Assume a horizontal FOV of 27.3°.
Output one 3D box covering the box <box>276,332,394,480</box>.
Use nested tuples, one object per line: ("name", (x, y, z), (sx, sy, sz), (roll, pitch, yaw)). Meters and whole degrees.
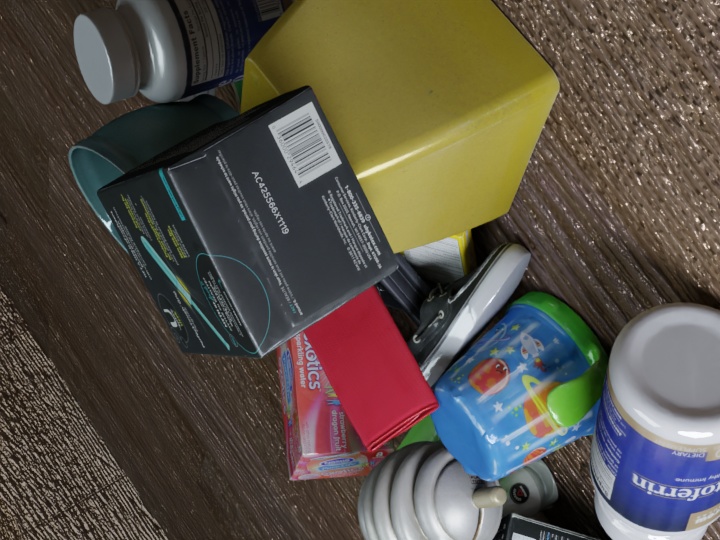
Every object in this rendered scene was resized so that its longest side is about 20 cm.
("box", (-0.030, 0.109, 1.557), (0.095, 0.101, 0.203), (116, 151, -64))

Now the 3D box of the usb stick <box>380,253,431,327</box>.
("usb stick", (0.026, -0.004, 1.318), (0.200, 0.032, 0.056), (48, -172, -46))

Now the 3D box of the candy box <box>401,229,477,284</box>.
("candy box", (0.010, -0.040, 1.351), (0.198, 0.027, 0.103), (17, 157, 18))

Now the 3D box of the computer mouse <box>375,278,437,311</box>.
("computer mouse", (0.000, 0.000, 1.408), (0.034, 0.198, 0.059), (-62, 27, 20))

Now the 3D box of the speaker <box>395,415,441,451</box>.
("speaker", (0.076, 0.188, 1.462), (0.089, 0.088, 0.201), (48, 128, 23))

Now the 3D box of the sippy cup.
("sippy cup", (0.133, 0.109, 1.279), (0.140, 0.129, 0.179), (49, 156, 24))

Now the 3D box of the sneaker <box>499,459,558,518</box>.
("sneaker", (0.127, 0.245, 1.515), (0.075, 0.088, 0.200), (59, 159, 15))

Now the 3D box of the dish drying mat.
("dish drying mat", (-0.005, 0.059, 1.302), (0.018, 0.076, 0.201), (40, -163, -56))

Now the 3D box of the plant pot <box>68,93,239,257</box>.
("plant pot", (-0.159, -0.080, 1.397), (0.200, 0.134, 0.201), (39, 159, 18))

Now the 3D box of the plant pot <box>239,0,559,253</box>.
("plant pot", (0.010, -0.125, 1.181), (0.201, 0.175, 0.201), (51, 157, 18))

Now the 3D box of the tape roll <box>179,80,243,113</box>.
("tape roll", (-0.138, -0.151, 1.539), (0.199, 0.048, 0.204), (18, 112, 53))

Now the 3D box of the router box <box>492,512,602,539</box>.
("router box", (0.176, 0.297, 1.412), (0.148, 0.063, 0.200), (16, 158, -8))

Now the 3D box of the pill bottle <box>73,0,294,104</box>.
("pill bottle", (-0.157, -0.219, 1.367), (0.111, 0.198, 0.112), (40, 141, 43))

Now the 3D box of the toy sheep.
("toy sheep", (0.067, 0.221, 1.349), (0.199, 0.137, 0.139), (-20, 102, 48))

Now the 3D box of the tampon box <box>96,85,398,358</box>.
("tampon box", (-0.090, -0.031, 1.112), (0.151, 0.125, 0.199), (63, 158, -10))

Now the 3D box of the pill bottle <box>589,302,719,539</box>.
("pill bottle", (0.232, 0.126, 1.110), (0.116, 0.115, 0.201), (45, 155, 30))

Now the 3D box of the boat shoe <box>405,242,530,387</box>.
("boat shoe", (0.076, 0.045, 1.301), (0.057, 0.068, 0.201), (41, 121, 12))
